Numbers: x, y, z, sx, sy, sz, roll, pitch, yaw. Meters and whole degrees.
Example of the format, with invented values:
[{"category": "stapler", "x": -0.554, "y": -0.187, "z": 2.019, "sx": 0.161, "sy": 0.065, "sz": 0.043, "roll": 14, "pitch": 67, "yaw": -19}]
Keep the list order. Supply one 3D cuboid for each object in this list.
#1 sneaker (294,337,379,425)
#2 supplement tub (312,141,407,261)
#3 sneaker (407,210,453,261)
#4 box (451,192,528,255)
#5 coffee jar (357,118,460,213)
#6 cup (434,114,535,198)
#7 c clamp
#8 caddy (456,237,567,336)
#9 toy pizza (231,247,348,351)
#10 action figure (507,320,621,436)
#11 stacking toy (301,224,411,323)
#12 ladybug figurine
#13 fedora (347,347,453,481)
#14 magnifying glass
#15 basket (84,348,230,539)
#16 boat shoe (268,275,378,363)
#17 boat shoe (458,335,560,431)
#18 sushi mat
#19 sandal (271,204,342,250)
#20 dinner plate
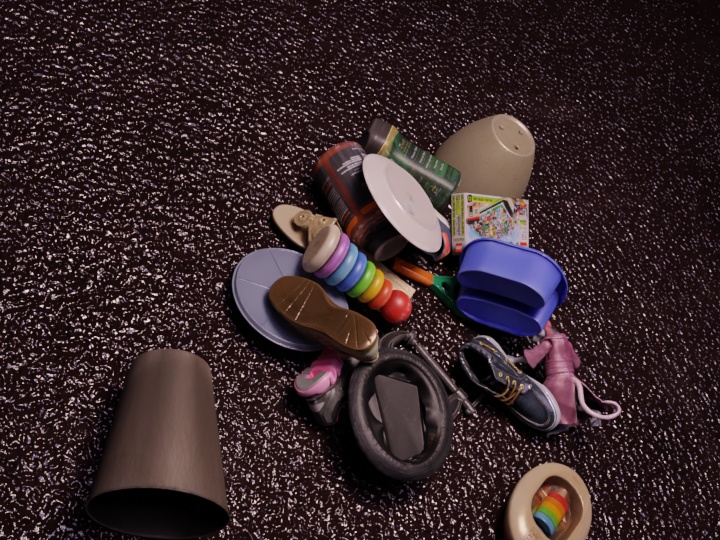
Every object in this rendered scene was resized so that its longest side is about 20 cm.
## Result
[{"category": "sneaker", "x": -0.025, "y": 0.162, "z": 1.384, "sx": 0.200, "sy": 0.078, "sz": 0.097, "roll": -42, "pitch": 112, "yaw": -48}, {"category": "supplement tub", "x": 0.004, "y": -0.116, "z": 1.556, "sx": 0.105, "sy": 0.107, "sz": 0.202, "roll": -13, "pitch": 61, "yaw": -38}, {"category": "sneaker", "x": 0.085, "y": -0.094, "z": 1.618, "sx": 0.198, "sy": 0.075, "sz": 0.085, "roll": 36, "pitch": 36, "yaw": -5}, {"category": "box", "x": 0.243, "y": -0.082, "z": 1.682, "sx": 0.197, "sy": 0.034, "sz": 0.113, "roll": 0, "pitch": 88, "yaw": -45}, {"category": "coffee jar", "x": 0.080, "y": -0.187, "z": 1.667, "sx": 0.198, "sy": 0.105, "sz": 0.086, "roll": 33, "pitch": 44, "yaw": -8}, {"category": "cup", "x": 0.262, "y": -0.220, "z": 1.779, "sx": 0.196, "sy": 0.144, "sz": 0.204, "roll": 16, "pitch": 51, "yaw": -21}, {"category": "c clamp", "x": 0.112, "y": 0.171, "z": 1.479, "sx": 0.200, "sy": 0.027, "sz": 0.171, "roll": 46, "pitch": 37, "yaw": 0}, {"category": "caddy", "x": 0.255, "y": 0.021, "z": 1.557, "sx": 0.196, "sy": 0.143, "sz": 0.106, "roll": 17, "pitch": 47, "yaw": 20}, {"category": "toy pizza", "x": -0.111, "y": 0.048, "z": 1.419, "sx": 0.196, "sy": 0.032, "sz": 0.203, "roll": 18, "pitch": 43, "yaw": -17}, {"category": "action figure", "x": 0.337, "y": 0.173, "z": 1.550, "sx": 0.131, "sy": 0.149, "sz": 0.205, "roll": -2, "pitch": 73, "yaw": -26}, {"category": "stacking toy", "x": 0.004, "y": 0.016, "z": 1.449, "sx": 0.199, "sy": 0.085, "sz": 0.086, "roll": 37, "pitch": 45, "yaw": -18}, {"category": "ladybug figurine", "x": 0.283, "y": 0.385, "z": 1.404, "sx": 0.199, "sy": 0.072, "sz": 0.136, "roll": -31, "pitch": 78, "yaw": -43}, {"category": "fedora", "x": 0.045, "y": 0.223, "z": 1.355, "sx": 0.197, "sy": 0.092, "sz": 0.204, "roll": 15, "pitch": 55, "yaw": -23}, {"category": "magnifying glass", "x": 0.143, "y": 0.028, "z": 1.611, "sx": 0.197, "sy": 0.022, "sz": 0.081, "roll": 27, "pitch": 48, "yaw": -16}, {"category": "basket", "x": -0.250, "y": 0.215, "z": 1.152, "sx": 0.177, "sy": 0.136, "sz": 0.203, "roll": 17, "pitch": 47, "yaw": -26}, {"category": "boat shoe", "x": -0.057, "y": 0.077, "z": 1.345, "sx": 0.198, "sy": 0.063, "sz": 0.073, "roll": 32, "pitch": 66, "yaw": 29}, {"category": "boat shoe", "x": 0.242, "y": 0.194, "z": 1.499, "sx": 0.200, "sy": 0.071, "sz": 0.090, "roll": 45, "pitch": 21, "yaw": 17}, {"category": "sushi mat", "x": 0.000, "y": 0.000, "z": 1.544, "sx": 0.199, "sy": 0.012, "sz": 0.096, "roll": 39, "pitch": 47, "yaw": -3}, {"category": "sandal", "x": -0.047, "y": -0.057, "z": 1.496, "sx": 0.211, "sy": 0.070, "sz": 0.078, "roll": 41, "pitch": 46, "yaw": 0}, {"category": "dinner plate", "x": 0.078, "y": -0.120, "z": 1.531, "sx": 0.199, "sy": 0.024, "sz": 0.202, "roll": 38, "pitch": 31, "yaw": -27}]
